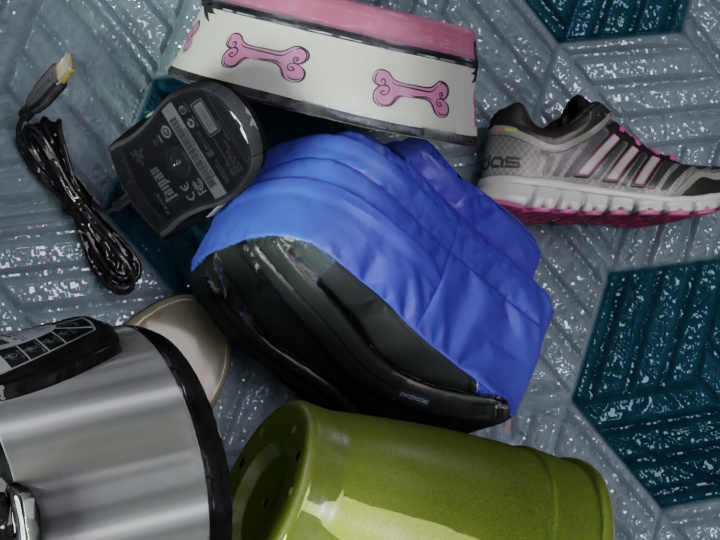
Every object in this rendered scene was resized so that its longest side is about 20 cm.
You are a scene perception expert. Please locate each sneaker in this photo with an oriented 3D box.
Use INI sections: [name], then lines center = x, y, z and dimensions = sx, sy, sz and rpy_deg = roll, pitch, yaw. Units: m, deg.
[sneaker]
center = 0.169, -0.077, 1.841
dimensions = 0.200, 0.074, 0.088
rpy_deg = 1, 82, -20

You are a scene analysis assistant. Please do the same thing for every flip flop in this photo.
[flip flop]
center = -0.152, 0.089, 1.660
dimensions = 0.200, 0.058, 0.081
rpy_deg = -38, 94, -27

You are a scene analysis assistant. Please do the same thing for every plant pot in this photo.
[plant pot]
center = 0.018, 0.171, 1.631
dimensions = 0.193, 0.200, 0.201
rpy_deg = 26, 68, -20

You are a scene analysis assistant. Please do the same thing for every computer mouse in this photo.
[computer mouse]
center = -0.130, -0.085, 1.649
dimensions = 0.046, 0.200, 0.140
rpy_deg = -31, 85, -44

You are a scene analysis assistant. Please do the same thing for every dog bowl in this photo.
[dog bowl]
center = -0.016, -0.135, 1.694
dimensions = 0.200, 0.200, 0.074
rpy_deg = 11, 97, -22

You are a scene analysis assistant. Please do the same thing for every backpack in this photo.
[backpack]
center = 0.000, 0.000, 1.691
dimensions = 0.200, 0.162, 0.168
rpy_deg = 36, 52, -23

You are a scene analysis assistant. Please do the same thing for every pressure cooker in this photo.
[pressure cooker]
center = -0.191, 0.129, 1.518
dimensions = 0.200, 0.176, 0.179
rpy_deg = -11, 53, -27
